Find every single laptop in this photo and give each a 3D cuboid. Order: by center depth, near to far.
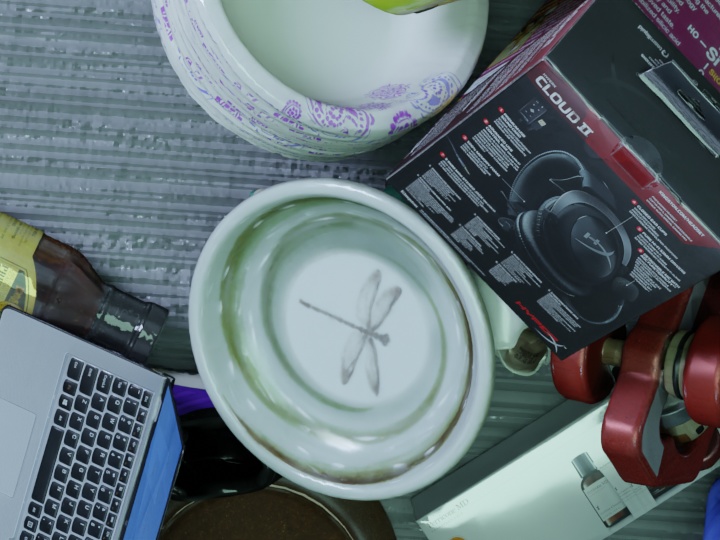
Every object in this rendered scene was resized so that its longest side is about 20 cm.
[{"bbox_3d":[-0.185,0.146,1.444,0.199,0.116,0.188,22,102,22],"label":"laptop"}]

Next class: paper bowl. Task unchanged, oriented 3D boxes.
[{"bbox_3d":[-0.031,-0.164,1.462,0.200,0.104,0.202,8,71,-26],"label":"paper bowl"}]

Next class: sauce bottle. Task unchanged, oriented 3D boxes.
[{"bbox_3d":[-0.218,0.001,1.535,0.199,0.066,0.066,24,100,-5],"label":"sauce bottle"}]

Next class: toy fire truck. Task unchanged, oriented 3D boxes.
[{"bbox_3d":[0.205,0.044,1.485,0.112,0.168,0.201,8,65,29],"label":"toy fire truck"}]

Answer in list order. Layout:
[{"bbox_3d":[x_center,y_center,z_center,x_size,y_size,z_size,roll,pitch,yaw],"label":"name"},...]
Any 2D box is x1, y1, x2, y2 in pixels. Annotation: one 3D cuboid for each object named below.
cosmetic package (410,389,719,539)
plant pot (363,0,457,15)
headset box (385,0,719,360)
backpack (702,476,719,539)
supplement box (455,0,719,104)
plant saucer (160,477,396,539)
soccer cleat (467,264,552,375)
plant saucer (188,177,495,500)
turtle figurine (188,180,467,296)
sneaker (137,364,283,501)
[{"bbox_3d":[0.138,0.136,1.585,0.200,0.051,0.083,-33,100,5],"label":"cosmetic package"},{"bbox_3d":[0.080,-0.257,1.380,0.199,0.199,0.182,-20,93,-31],"label":"plant pot"},{"bbox_3d":[0.127,-0.053,1.316,0.149,0.200,0.077,45,56,-5],"label":"headset box"},{"bbox_3d":[0.316,0.155,1.541,0.162,0.168,0.200,26,134,-10],"label":"backpack"},{"bbox_3d":[0.165,-0.130,1.444,0.103,0.131,0.200,48,59,-11],"label":"supplement box"},{"bbox_3d":[-0.071,0.209,1.602,0.199,0.034,0.201,0,103,-2],"label":"plant saucer"},{"bbox_3d":[0.109,0.030,1.495,0.069,0.200,0.078,0,78,22],"label":"soccer cleat"},{"bbox_3d":[-0.006,0.036,1.447,0.199,0.050,0.201,9,111,23],"label":"plant saucer"},{"bbox_3d":[0.000,0.000,1.531,0.200,0.101,0.150,-34,101,-1],"label":"turtle figurine"},{"bbox_3d":[-0.133,0.107,1.529,0.199,0.100,0.070,0,107,12],"label":"sneaker"}]
